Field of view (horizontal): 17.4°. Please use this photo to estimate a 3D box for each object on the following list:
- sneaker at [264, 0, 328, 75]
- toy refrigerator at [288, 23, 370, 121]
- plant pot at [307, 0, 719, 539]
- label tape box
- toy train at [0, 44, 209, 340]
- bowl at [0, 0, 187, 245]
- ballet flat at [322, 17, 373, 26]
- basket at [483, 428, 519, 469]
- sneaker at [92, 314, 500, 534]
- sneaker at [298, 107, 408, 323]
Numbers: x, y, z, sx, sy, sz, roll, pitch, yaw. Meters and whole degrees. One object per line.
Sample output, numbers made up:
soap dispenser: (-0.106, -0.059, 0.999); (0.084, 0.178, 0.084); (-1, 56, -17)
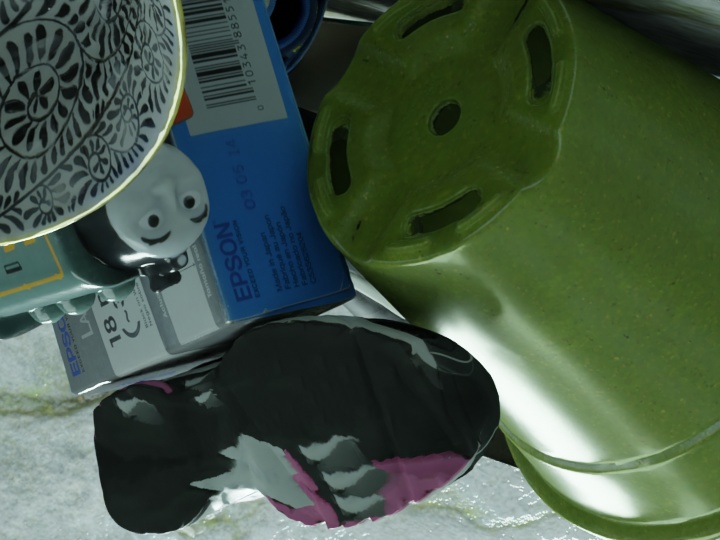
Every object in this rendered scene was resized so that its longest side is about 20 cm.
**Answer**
sneaker: (-0.052, -0.111, 1.048); (0.082, 0.074, 0.200); (16, -179, 15)
toy refrigerator: (-0.018, -0.074, 1.162); (0.200, 0.076, 0.070); (8, 130, 41)
plant pot: (0.084, -0.020, 0.901); (0.200, 0.200, 0.190); (19, 168, 46)
label tape box: (-0.097, -0.028, 0.953); (0.063, 0.145, 0.200); (-14, 173, -35)
toy train: (-0.128, -0.035, 0.876); (0.085, 0.114, 0.200); (-30, -171, -37)
bowl: (-0.147, -0.107, 0.735); (0.200, 0.201, 0.094); (18, -135, -11)
ballet flat: (-0.043, -0.107, 1.288); (0.200, 0.076, 0.064); (20, 157, 45)
basket: (0.104, 0.005, 1.299); (0.136, 0.201, 0.180); (18, 180, -14)
sneaker: (-0.017, 0.050, 0.908); (0.086, 0.081, 0.200); (-20, -171, -43)
sneaker: (0.000, 0.000, 1.089); (0.200, 0.072, 0.083); (34, 144, 16)
